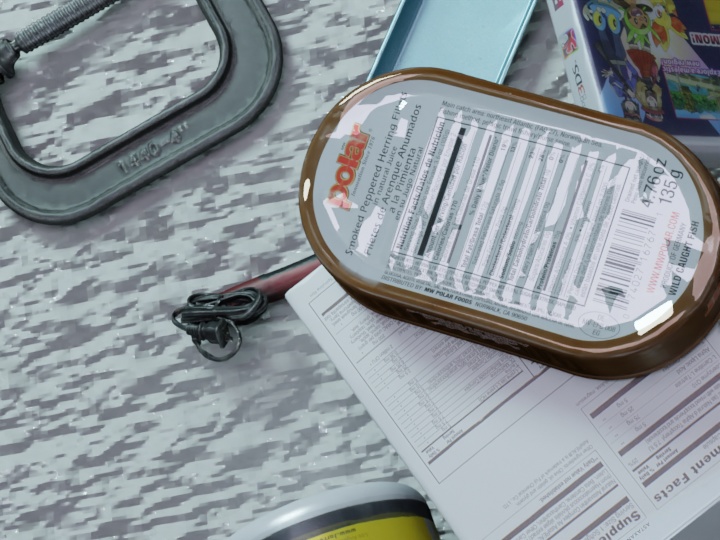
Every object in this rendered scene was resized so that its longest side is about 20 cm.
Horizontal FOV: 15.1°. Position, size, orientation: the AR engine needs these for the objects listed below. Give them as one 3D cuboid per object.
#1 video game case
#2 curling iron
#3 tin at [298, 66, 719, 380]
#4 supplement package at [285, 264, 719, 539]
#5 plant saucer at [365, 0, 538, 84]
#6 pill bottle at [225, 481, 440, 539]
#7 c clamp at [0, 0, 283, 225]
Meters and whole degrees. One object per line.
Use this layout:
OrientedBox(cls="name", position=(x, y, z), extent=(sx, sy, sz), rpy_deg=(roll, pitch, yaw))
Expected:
OrientedBox(cls="video game case", position=(0.167, -0.133, 1.296), extent=(0.023, 0.199, 0.183), rpy_deg=(-35, 61, 48))
OrientedBox(cls="curling iron", position=(0.000, 0.000, 1.369), extent=(0.199, 0.026, 0.050), rpy_deg=(-20, 34, 5))
OrientedBox(cls="tin", position=(0.067, -0.024, 1.190), extent=(0.199, 0.042, 0.112), rpy_deg=(16, 77, 20))
OrientedBox(cls="supplement package", position=(0.096, 0.058, 1.262), extent=(0.150, 0.152, 0.200), rpy_deg=(-38, 69, 4))
OrientedBox(cls="plant saucer", position=(0.062, -0.149, 1.403), extent=(0.070, 0.019, 0.201), rpy_deg=(20, 81, 19))
OrientedBox(cls="pill bottle", position=(0.008, 0.209, 1.265), extent=(0.112, 0.112, 0.201), rpy_deg=(-22, 71, 8))
OrientedBox(cls="c clamp", position=(-0.129, -0.125, 1.445), extent=(0.200, 0.027, 0.171), rpy_deg=(-35, 74, 1))
